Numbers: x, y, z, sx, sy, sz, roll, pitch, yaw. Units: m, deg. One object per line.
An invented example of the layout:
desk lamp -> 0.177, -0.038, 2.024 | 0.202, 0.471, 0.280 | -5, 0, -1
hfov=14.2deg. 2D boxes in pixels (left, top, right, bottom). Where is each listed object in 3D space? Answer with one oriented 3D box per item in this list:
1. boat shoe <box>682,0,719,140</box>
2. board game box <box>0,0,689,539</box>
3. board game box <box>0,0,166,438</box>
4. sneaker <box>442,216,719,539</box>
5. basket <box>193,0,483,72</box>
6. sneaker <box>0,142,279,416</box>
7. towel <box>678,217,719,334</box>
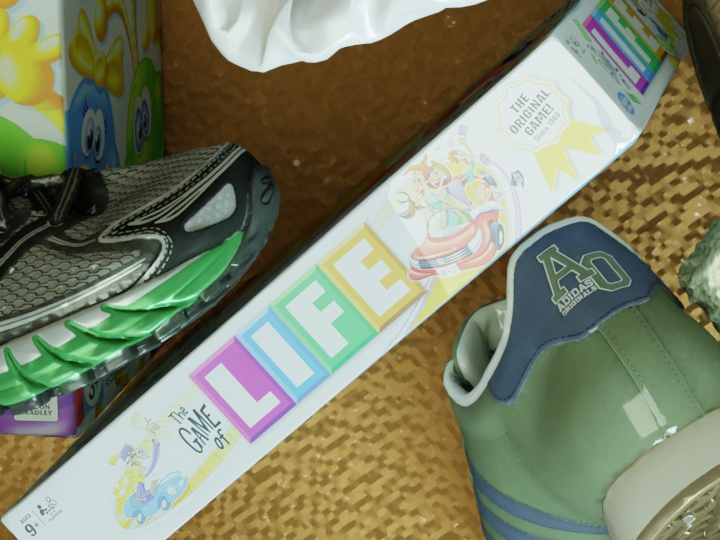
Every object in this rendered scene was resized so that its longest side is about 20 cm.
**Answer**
boat shoe -> 0.158, -0.007, 0.801 | 0.076, 0.072, 0.200 | -26, 103, 2
board game box -> 0.000, 0.000, 0.795 | 0.200, 0.134, 0.034 | -41, 93, 18
board game box -> -0.117, -0.065, 0.818 | 0.103, 0.105, 0.200 | 2, 106, 11
sneaker -> 0.061, 0.047, 0.788 | 0.067, 0.200, 0.090 | -29, 75, -14
basket -> 0.036, -0.180, 0.725 | 0.200, 0.161, 0.198 | -18, 100, 15
sneaker -> -0.117, -0.004, 0.739 | 0.200, 0.078, 0.085 | -11, 102, 14
towel -> 0.190, -0.011, 0.754 | 0.200, 0.036, 0.148 | -40, 92, -18
